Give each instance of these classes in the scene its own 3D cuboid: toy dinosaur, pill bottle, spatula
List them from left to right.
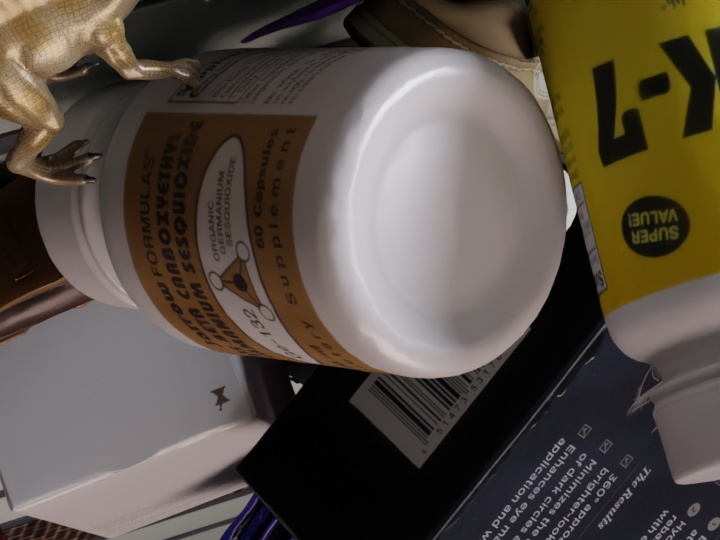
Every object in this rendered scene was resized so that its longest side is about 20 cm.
[{"bbox_3d":[-0.120,-0.073,0.995,0.200,0.058,0.101,-30,152,10],"label":"toy dinosaur"},{"bbox_3d":[-0.030,-0.025,1.057,0.114,0.115,0.200,-10,-170,-38],"label":"pill bottle"},{"bbox_3d":[0.019,-0.124,1.018,0.056,0.021,0.200,-30,174,-37],"label":"spatula"},{"bbox_3d":[0.130,-0.034,1.001,0.114,0.201,0.114,-14,171,-2],"label":"pill bottle"}]

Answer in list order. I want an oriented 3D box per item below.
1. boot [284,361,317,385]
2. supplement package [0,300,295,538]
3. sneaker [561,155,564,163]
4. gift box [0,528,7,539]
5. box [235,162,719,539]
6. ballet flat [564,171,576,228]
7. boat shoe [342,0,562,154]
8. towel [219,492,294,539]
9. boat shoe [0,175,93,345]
[{"bbox_3d":[0.006,0.021,1.574,0.198,0.074,0.162,-15,168,-43],"label":"boot"},{"bbox_3d":[-0.107,0.047,1.370,0.121,0.120,0.200,-21,169,3],"label":"supplement package"},{"bbox_3d":[0.109,-0.073,1.282,0.200,0.076,0.115,-20,171,17],"label":"sneaker"},{"bbox_3d":[-0.273,0.143,1.408,0.199,0.185,0.187,-24,168,-8],"label":"gift box"},{"bbox_3d":[0.087,0.077,1.273,0.197,0.117,0.200,-51,137,4],"label":"box"},{"bbox_3d":[0.008,-0.033,1.150,0.069,0.070,0.200,-10,-165,-39],"label":"ballet flat"},{"bbox_3d":[0.063,-0.092,1.148,0.066,0.074,0.200,-54,155,14],"label":"boat shoe"},{"bbox_3d":[0.004,0.085,1.420,0.148,0.050,0.200,-52,170,31],"label":"towel"},{"bbox_3d":[-0.166,0.004,1.195,0.199,0.071,0.070,-17,165,-14],"label":"boat shoe"}]
